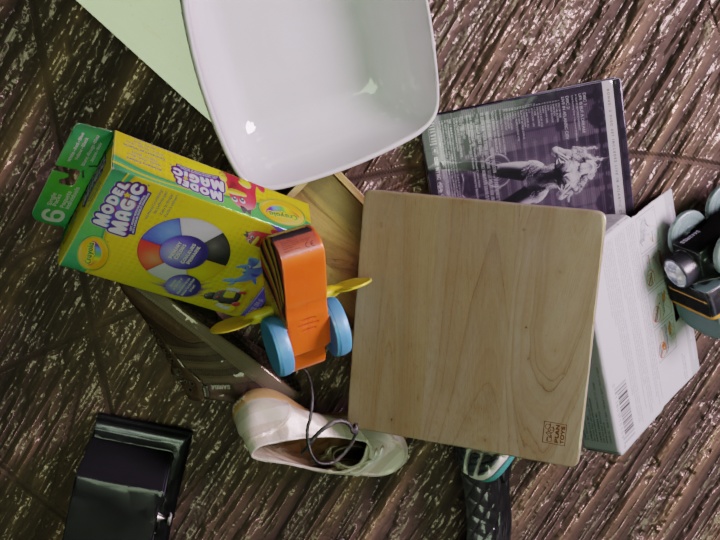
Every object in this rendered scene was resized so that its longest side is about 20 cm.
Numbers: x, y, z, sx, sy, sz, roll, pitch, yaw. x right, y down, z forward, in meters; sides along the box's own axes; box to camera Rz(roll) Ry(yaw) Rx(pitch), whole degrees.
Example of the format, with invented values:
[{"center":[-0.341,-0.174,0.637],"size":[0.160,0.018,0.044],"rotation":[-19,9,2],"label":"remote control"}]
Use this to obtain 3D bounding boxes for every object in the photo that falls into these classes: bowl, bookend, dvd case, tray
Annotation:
[{"center":[-0.044,-0.184,0.716],"size":[0.197,0.075,0.202],"rotation":[-22,120,-15],"label":"bowl"},{"center":[-0.211,0.256,0.738],"size":[0.091,0.199,0.203],"rotation":[13,99,-10],"label":"bookend"},{"center":[0.159,-0.088,0.823],"size":[0.196,0.016,0.151],"rotation":[-12,103,-7],"label":"dvd case"},{"center":[0.000,0.000,0.805],"size":[0.099,0.037,0.200],"rotation":[-44,104,2],"label":"tray"}]

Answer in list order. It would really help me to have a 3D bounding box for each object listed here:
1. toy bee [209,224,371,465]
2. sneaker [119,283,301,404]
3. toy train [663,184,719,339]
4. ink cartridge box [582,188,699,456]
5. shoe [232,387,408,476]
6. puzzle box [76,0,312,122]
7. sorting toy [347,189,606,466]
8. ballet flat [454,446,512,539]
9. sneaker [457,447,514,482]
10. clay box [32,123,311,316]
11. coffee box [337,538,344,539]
[{"center":[-0.061,0.045,0.713],"size":[0.129,0.109,0.203],"rotation":[2,115,-29],"label":"toy bee"},{"center":[-0.146,0.076,0.779],"size":[0.199,0.071,0.076],"rotation":[41,98,-14],"label":"sneaker"},{"center":[0.374,-0.025,0.836],"size":[0.198,0.085,0.115],"rotation":[-32,119,-15],"label":"toy train"},{"center":[0.255,0.043,0.835],"size":[0.173,0.043,0.203],"rotation":[-30,112,-41],"label":"ink cartridge box"},{"center":[-0.030,0.161,0.795],"size":[0.198,0.054,0.070],"rotation":[23,114,-36],"label":"shoe"},{"center":[-0.155,-0.239,0.733],"size":[0.200,0.025,0.133],"rotation":[42,92,-15],"label":"puzzle box"},{"center":[0.098,0.041,0.742],"size":[0.195,0.069,0.204],"rotation":[7,98,17],"label":"sorting toy"},{"center":[0.119,0.245,0.876],"size":[0.056,0.066,0.204],"rotation":[7,102,29],"label":"ballet flat"},{"center":[0.165,0.117,0.820],"size":[0.080,0.077,0.201],"rotation":[47,70,-26],"label":"sneaker"},{"center":[-0.151,-0.033,0.700],"size":[0.198,0.048,0.115],"rotation":[18,131,-30],"label":"clay box"},{"center":[-0.084,0.352,0.825],"size":[0.197,0.114,0.081],"rotation":[-23,105,-3],"label":"coffee box"}]
